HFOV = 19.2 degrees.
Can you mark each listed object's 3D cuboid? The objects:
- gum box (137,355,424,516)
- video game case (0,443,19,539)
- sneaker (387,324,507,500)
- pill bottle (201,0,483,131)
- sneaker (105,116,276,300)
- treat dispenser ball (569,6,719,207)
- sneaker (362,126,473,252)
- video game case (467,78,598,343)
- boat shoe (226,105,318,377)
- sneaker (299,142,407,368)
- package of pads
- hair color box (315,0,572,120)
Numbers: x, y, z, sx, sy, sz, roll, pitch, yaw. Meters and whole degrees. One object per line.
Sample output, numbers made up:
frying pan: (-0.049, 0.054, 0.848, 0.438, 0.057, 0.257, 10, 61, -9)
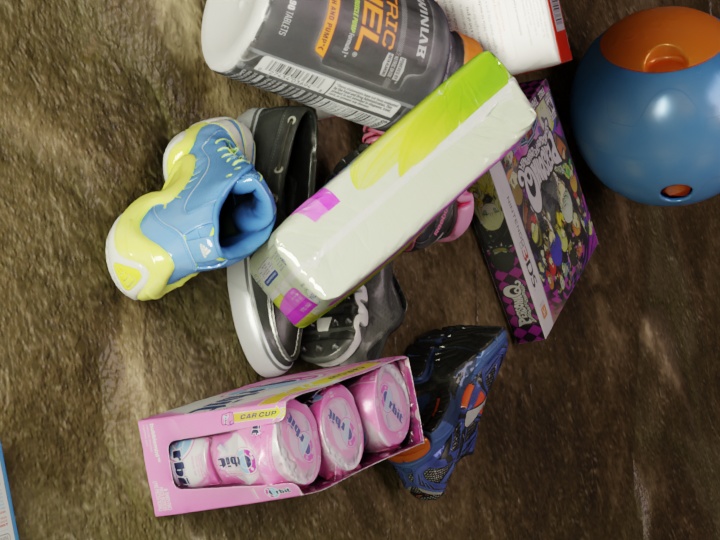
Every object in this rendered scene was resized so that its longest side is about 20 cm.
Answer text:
gum box: (-0.052, 0.110, 1.433, 0.200, 0.113, 0.067, -14, 93, -63)
video game case: (-0.227, 0.200, 1.166, 0.143, 0.018, 0.202, -11, 91, -64)
sneaker: (0.068, 0.110, 1.732, 0.200, 0.075, 0.079, -51, 135, -47)
pill bottle: (-0.007, -0.165, 1.545, 0.199, 0.106, 0.107, 17, 62, -29)
sneaker: (-0.088, -0.046, 1.428, 0.076, 0.104, 0.200, 65, 31, -26)
treat dispenser ball: (0.310, -0.165, 2.145, 0.201, 0.199, 0.203, 32, 53, -55)
sneaker: (0.030, -0.107, 1.730, 0.095, 0.078, 0.202, -33, 109, -49)
video game case: (0.160, -0.058, 1.994, 0.200, 0.035, 0.183, -52, 128, -56)
boat shoe: (-0.057, -0.025, 1.534, 0.068, 0.056, 0.202, 23, 61, -59)
sneaker: (0.000, 0.000, 1.634, 0.091, 0.066, 0.202, 50, 43, -48)
package of pads: (0.020, -0.050, 1.449, 0.068, 0.200, 0.155, 49, -13, 0)
hair color box: (0.055, -0.187, 1.649, 0.061, 0.198, 0.103, -30, 108, -74)
